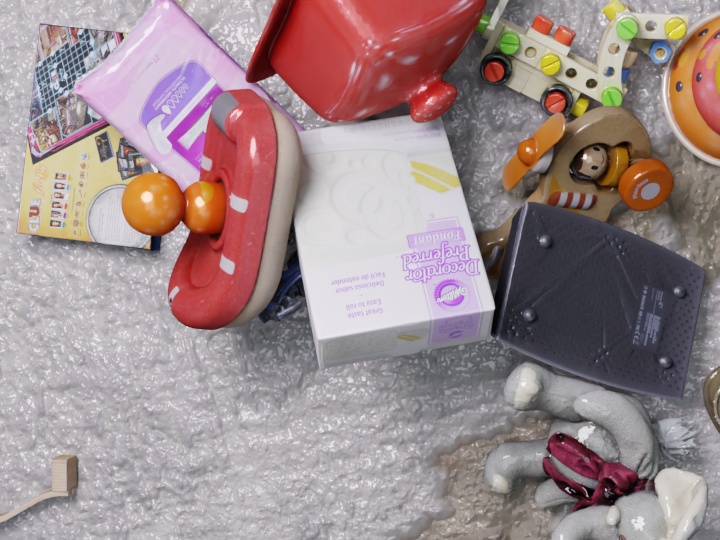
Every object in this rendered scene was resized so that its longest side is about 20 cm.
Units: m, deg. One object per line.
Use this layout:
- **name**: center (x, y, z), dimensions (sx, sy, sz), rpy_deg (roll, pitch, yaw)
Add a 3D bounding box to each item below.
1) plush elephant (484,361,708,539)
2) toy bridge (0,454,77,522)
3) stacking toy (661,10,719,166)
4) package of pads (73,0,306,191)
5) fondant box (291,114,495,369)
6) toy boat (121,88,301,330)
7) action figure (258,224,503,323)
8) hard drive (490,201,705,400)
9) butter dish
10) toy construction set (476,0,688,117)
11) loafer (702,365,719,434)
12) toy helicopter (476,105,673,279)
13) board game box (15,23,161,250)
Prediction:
- **plush elephant**: center (0.211, 0.191, 0.951), dimensions (0.198, 0.156, 0.165), rpy_deg (5, 136, -9)
- **toy bridge**: center (-0.375, 0.213, 1.081), dimensions (0.198, 0.027, 0.068), rpy_deg (-1, 92, 6)
- **stacking toy**: center (0.338, -0.164, 0.921), dimensions (0.145, 0.200, 0.147), rpy_deg (0, 90, 5)
- **package of pads**: center (-0.147, -0.139, 1.004), dimensions (0.121, 0.076, 0.200), rpy_deg (-45, 107, 4)
- **fondant box**: center (0.018, -0.029, 0.923), dimensions (0.143, 0.058, 0.201), rpy_deg (-9, 61, -6)
- **toy boat**: center (-0.132, -0.050, 0.913), dimensions (0.130, 0.131, 0.201), rpy_deg (3, 111, -24)
- **action figure**: center (0.000, 0.000, 0.995), dimensions (0.193, 0.105, 0.200), rpy_deg (30, 67, 27)
- **hard drive**: center (0.205, 0.029, 0.969), dimensions (0.199, 0.042, 0.136), rpy_deg (18, 79, -22)
- **butter dish**: center (0.027, -0.191, 0.921), dimensions (0.199, 0.200, 0.148), rpy_deg (-28, 82, -26)
- **toy construction set**: center (0.178, -0.214, 0.991), dimensions (0.199, 0.092, 0.132), rpy_deg (34, 118, 12)
- **loafer**: center (0.384, 0.165, 0.985), dimensions (0.076, 0.067, 0.200), rpy_deg (-40, 88, 3)
- **toy helicopter**: center (0.167, -0.068, 0.987), dimensions (0.132, 0.079, 0.200), rpy_deg (29, 116, -36)
- **board game box**: center (-0.249, -0.127, 1.062), dimensions (0.134, 0.035, 0.202), rpy_deg (8, 91, 5)
